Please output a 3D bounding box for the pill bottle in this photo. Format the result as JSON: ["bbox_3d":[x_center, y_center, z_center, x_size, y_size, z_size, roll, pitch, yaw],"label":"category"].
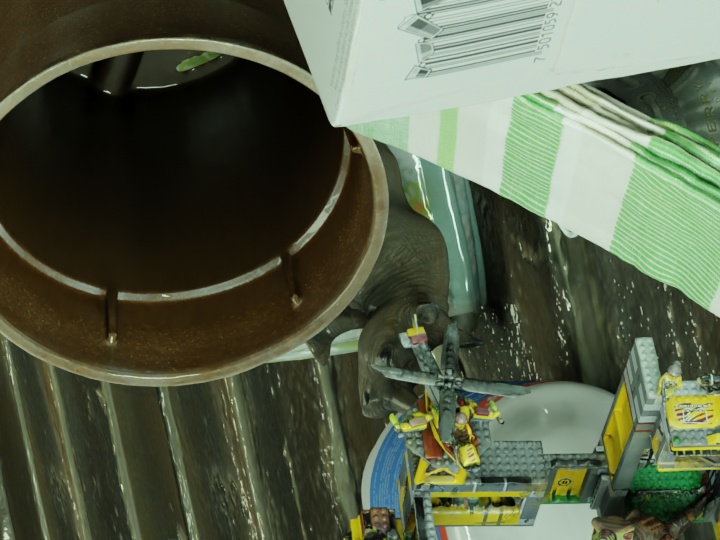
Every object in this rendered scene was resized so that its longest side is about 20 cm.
[{"bbox_3d":[0.065,0.108,1.383,0.200,0.112,0.113,173,85,-73],"label":"pill bottle"}]

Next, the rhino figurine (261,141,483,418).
[{"bbox_3d":[0.000,0.000,1.407,0.060,0.087,0.200,46,-169,-45],"label":"rhino figurine"}]

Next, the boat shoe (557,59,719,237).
[{"bbox_3d":[0.110,-0.052,1.198,0.202,0.064,0.075,174,84,-74],"label":"boat shoe"}]

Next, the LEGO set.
[{"bbox_3d":[0.098,0.098,1.163,0.116,0.199,0.154,103,171,-52],"label":"LEGO set"}]

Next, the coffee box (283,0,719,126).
[{"bbox_3d":[0.064,-0.198,1.009,0.200,0.199,0.199,104,150,-56],"label":"coffee box"}]

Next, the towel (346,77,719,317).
[{"bbox_3d":[0.079,-0.039,1.115,0.023,0.199,0.153,-62,-8,-14],"label":"towel"}]

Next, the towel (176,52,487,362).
[{"bbox_3d":[-0.029,-0.052,1.513,0.048,0.170,0.201,-23,-77,-68],"label":"towel"}]

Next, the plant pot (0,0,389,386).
[{"bbox_3d":[-0.095,-0.086,1.375,0.199,0.199,0.201,-98,8,-49],"label":"plant pot"}]
